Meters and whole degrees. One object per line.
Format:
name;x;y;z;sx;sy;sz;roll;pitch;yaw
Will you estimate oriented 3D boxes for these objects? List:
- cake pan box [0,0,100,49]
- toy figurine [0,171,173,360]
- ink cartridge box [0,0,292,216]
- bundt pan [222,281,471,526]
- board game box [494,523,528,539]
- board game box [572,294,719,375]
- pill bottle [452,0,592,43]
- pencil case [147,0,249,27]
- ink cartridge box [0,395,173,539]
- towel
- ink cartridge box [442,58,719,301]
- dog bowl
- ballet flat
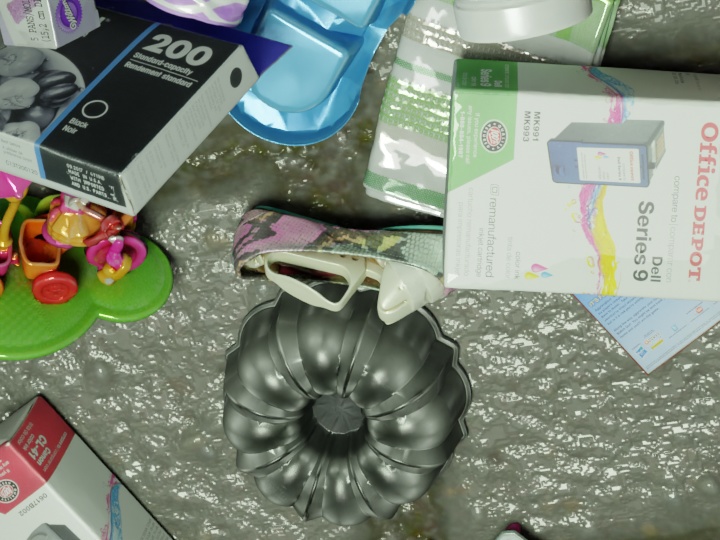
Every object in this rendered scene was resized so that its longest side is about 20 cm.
cake pan box;-0.270;-0.244;1.471;0.183;0.052;0.202;10;120;36
toy figurine;-0.222;-0.047;1.596;0.198;0.151;0.185;2;144;-12
ink cartridge box;-0.180;-0.136;1.514;0.197;0.200;0.044;18;137;27
bundt pan;-0.017;0.110;1.697;0.200;0.076;0.204;4;114;8
board game box;0.140;0.325;1.792;0.199;0.026;0.200;36;116;-6
board game box;0.252;-0.019;1.616;0.200;0.019;0.103;-39;103;24
pill bottle;0.092;-0.260;1.475;0.115;0.116;0.202;-9;108;14
pencil case;-0.092;-0.268;1.513;0.083;0.085;0.202;10;107;-38
ink cartridge box;-0.254;0.225;1.789;0.147;0.086;0.200;-36;102;23
towel;0.092;-0.124;1.593;0.148;0.031;0.202;16;116;2
ink cartridge box;0.159;-0.063;1.546;0.198;0.088;0.147;3;109;1
dog bowl;-0.028;-0.186;1.577;0.111;0.050;0.201;29;117;-3
ballet flat;0.000;0.000;1.641;0.198;0.072;0.069;8;149;8
